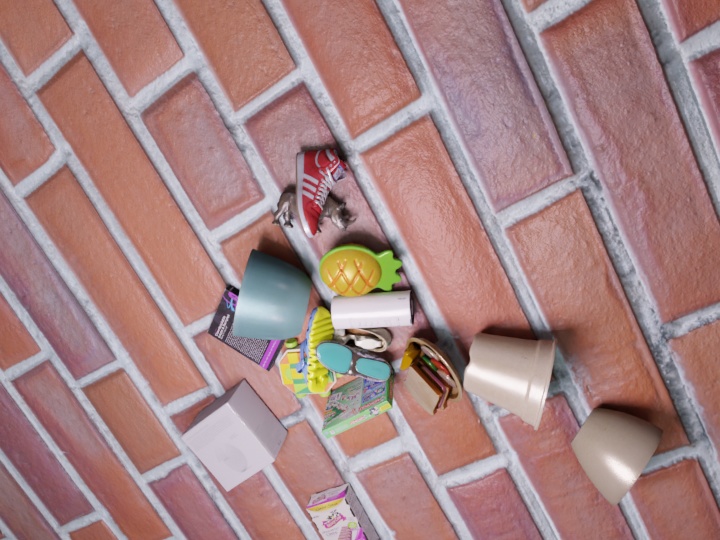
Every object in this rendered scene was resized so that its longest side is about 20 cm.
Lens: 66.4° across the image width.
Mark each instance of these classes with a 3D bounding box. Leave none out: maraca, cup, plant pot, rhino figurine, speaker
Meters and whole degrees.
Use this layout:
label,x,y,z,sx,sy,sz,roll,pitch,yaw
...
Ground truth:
label,x,y,z,sx,sy,sz,roll,pitch,yaw
maraca,0.000,0.000,1.270,0.192,0.109,0.140,0,133,1
cup,0.570,0.403,1.260,0.142,0.198,0.205,34,116,25
plant pot,0.334,0.229,1.248,0.177,0.200,0.208,14,113,19
rhino figurine,-0.103,-0.134,1.265,0.192,0.060,0.091,10,92,7
plant pot,-0.201,0.070,1.295,0.155,0.202,0.207,14,113,-6
speaker,0.028,0.095,1.308,0.192,0.082,0.084,-5,109,13

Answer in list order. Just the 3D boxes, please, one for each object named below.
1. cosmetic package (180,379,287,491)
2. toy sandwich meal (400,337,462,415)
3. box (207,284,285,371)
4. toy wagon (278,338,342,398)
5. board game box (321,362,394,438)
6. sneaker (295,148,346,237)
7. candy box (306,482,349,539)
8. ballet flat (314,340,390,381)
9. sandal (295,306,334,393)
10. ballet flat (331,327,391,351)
label,x,y,z,sx,sy,sz,roll,pitch,yaw
cosmetic package,-0.340,0.446,1.494,0.197,0.123,0.202,-35,101,21
toy sandwich meal,0.158,0.249,1.297,0.070,0.204,0.209,-37,101,-21
box,-0.286,0.149,1.424,0.196,0.036,0.146,31,112,-1
toy wagon,-0.115,0.252,1.420,0.192,0.040,0.161,-5,109,14
board game box,-0.005,0.323,1.369,0.196,0.136,0.029,-30,115,21
sneaker,-0.082,-0.176,1.202,0.108,0.071,0.208,-9,70,10
candy box,-0.050,0.719,1.564,0.133,0.061,0.205,-23,103,19
ballet flat,-0.023,0.221,1.333,0.194,0.073,0.074,20,114,-12
sandal,-0.119,0.188,1.344,0.086,0.078,0.208,15,97,45
ballet flat,-0.019,0.161,1.354,0.192,0.062,0.070,3,107,11
